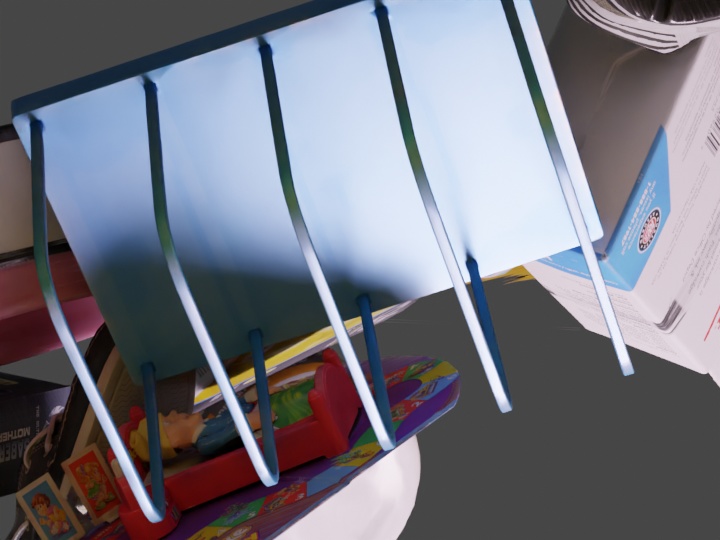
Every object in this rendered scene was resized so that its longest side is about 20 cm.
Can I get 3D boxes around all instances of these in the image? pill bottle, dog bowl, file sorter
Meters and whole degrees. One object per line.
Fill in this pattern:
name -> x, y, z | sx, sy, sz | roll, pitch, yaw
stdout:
pill bottle -> -0.062, 0.079, 1.413 | 0.116, 0.117, 0.200 | -14, -157, -25
dog bowl -> -0.160, -0.003, 1.163 | 0.200, 0.074, 0.200 | -18, 173, -2
file sorter -> -0.013, -0.009, 1.022 | 0.200, 0.139, 0.123 | -18, -145, 5

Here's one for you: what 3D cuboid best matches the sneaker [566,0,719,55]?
sneaker -> 0.172, -0.130, 1.055 | 0.200, 0.076, 0.115 | -8, -179, -11

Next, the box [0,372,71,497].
box -> -0.256, 0.069, 1.252 | 0.200, 0.051, 0.158 | 10, -169, 28

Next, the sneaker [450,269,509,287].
sneaker -> 0.030, -0.016, 1.430 | 0.200, 0.078, 0.140 | -17, -173, -5

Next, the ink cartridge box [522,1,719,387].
ink cartridge box -> 0.131, -0.031, 1.205 | 0.068, 0.116, 0.200 | 20, 170, 28

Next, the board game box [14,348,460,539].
board game box -> -0.057, 0.068, 1.101 | 0.200, 0.039, 0.158 | -35, -163, -31

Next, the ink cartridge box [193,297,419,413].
ink cartridge box -> 0.000, 0.000, 1.246 | 0.200, 0.047, 0.198 | -24, 173, -18

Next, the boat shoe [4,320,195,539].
boat shoe -> -0.125, 0.092, 1.199 | 0.072, 0.068, 0.200 | -23, 142, -43
